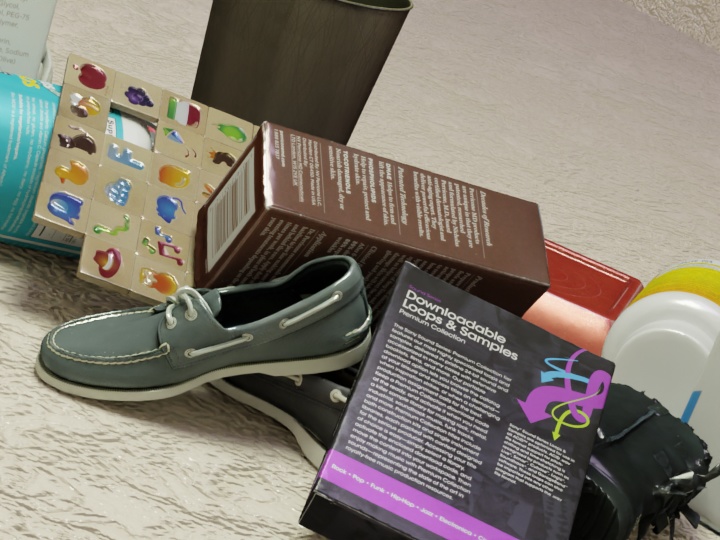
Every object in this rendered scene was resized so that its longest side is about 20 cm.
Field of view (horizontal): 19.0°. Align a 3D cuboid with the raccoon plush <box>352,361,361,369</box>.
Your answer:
[{"bbox_3d":[-0.015,0.031,1.399,0.133,0.097,0.200,-4,29,-40],"label":"raccoon plush"}]

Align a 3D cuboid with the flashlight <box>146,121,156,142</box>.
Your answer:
[{"bbox_3d":[-0.134,-0.051,1.537,0.068,0.068,0.200,-5,27,-35],"label":"flashlight"}]

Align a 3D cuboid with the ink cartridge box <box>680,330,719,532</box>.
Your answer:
[{"bbox_3d":[0.325,0.109,1.460,0.144,0.148,0.199,31,19,30],"label":"ink cartridge box"}]

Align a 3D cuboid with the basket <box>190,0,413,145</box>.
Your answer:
[{"bbox_3d":[-0.064,-0.133,1.648,0.136,0.201,0.180,29,17,28],"label":"basket"}]

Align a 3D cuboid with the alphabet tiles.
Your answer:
[{"bbox_3d":[-0.121,-0.047,1.367,0.166,0.008,0.201,21,40,-16],"label":"alphabet tiles"}]

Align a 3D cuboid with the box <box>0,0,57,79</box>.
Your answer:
[{"bbox_3d":[-0.344,-0.189,1.497,0.199,0.172,0.199,9,14,-37],"label":"box"}]

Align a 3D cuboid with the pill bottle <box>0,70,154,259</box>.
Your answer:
[{"bbox_3d":[-0.214,-0.069,1.422,0.199,0.111,0.111,13,18,-28],"label":"pill bottle"}]

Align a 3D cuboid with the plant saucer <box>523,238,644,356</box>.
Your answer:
[{"bbox_3d":[0.142,0.008,1.752,0.199,0.037,0.200,25,17,10],"label":"plant saucer"}]

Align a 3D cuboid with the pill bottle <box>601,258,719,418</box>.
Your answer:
[{"bbox_3d":[0.238,0.060,1.574,0.109,0.110,0.200,25,16,12],"label":"pill bottle"}]

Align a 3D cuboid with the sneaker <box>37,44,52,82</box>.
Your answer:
[{"bbox_3d":[-0.265,-0.151,1.647,0.075,0.092,0.200,16,17,-20],"label":"sneaker"}]

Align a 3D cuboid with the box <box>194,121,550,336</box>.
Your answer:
[{"bbox_3d":[0.008,-0.014,1.332,0.199,0.100,0.075,17,49,-24],"label":"box"}]

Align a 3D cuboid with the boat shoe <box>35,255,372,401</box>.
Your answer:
[{"bbox_3d":[-0.091,0.027,1.252,0.199,0.062,0.073,-6,36,-10],"label":"boat shoe"}]

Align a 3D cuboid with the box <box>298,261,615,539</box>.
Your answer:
[{"bbox_3d":[0.059,0.095,1.212,0.142,0.036,0.200,26,43,-2],"label":"box"}]

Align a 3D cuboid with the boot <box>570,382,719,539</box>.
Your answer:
[{"bbox_3d":[0.127,0.098,1.354,0.198,0.074,0.162,41,26,18],"label":"boot"}]

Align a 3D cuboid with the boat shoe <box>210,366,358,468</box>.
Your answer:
[{"bbox_3d":[-0.034,0.065,1.305,0.074,0.061,0.200,4,24,-42],"label":"boat shoe"}]
